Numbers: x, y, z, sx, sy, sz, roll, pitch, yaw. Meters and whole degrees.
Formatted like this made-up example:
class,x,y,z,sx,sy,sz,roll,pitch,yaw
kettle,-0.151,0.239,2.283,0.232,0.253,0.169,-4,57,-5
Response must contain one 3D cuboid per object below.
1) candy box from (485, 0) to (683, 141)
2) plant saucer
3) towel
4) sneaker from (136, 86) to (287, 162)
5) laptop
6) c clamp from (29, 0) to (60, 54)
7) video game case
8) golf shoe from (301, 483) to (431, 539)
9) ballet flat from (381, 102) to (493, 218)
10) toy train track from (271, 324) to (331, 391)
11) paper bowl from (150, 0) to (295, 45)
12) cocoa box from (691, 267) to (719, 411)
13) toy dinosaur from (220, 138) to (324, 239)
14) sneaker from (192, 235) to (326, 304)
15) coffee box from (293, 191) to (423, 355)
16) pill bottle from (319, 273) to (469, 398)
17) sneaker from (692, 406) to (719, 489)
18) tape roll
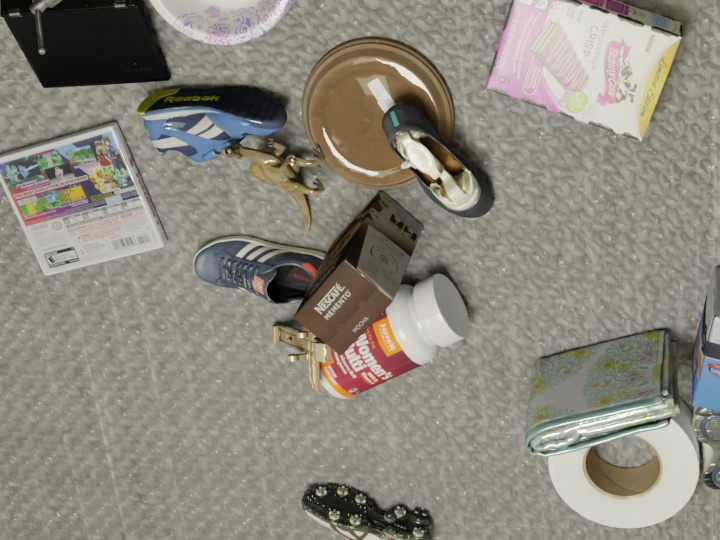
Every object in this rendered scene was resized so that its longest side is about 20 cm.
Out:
class,x,y,z,sx,sy,sz,roll,pitch,yaw
candy box,0.260,-0.251,1.595,0.198,0.061,0.138,18,119,4
plant saucer,0.019,-0.190,1.709,0.197,0.030,0.202,6,117,12
towel,0.307,0.154,1.731,0.198,0.172,0.049,-15,115,20
sneaker,-0.184,-0.185,1.742,0.197,0.074,0.083,4,124,18
laptop,-0.348,-0.345,1.733,0.185,0.116,0.203,-1,88,15
c clamp,-0.330,-0.379,1.632,0.199,0.172,0.027,-35,149,23
video game case,-0.384,-0.095,1.866,0.198,0.023,0.184,-12,113,21
golf shoe,0.004,0.377,1.983,0.198,0.077,0.089,18,127,5
ballet flat,0.096,-0.120,1.674,0.073,0.073,0.200,-30,122,26
toy train track,-0.088,0.095,1.800,0.032,0.200,0.116,-4,96,-21
paper bowl,-0.158,-0.378,1.612,0.198,0.105,0.203,6,119,12
cocoa box,0.515,0.100,1.670,0.197,0.134,0.133,11,120,8
toy dinosaur,-0.092,-0.121,1.747,0.100,0.059,0.200,-8,144,36
sneaker,-0.136,0.006,1.818,0.197,0.085,0.076,2,118,13
coffee box,0.000,0.000,1.713,0.080,0.200,0.113,39,119,-8
pill bottle,0.037,0.085,1.800,0.199,0.110,0.110,-26,108,25
sneaker,0.475,0.212,1.777,0.074,0.088,0.201,-7,133,15
tape roll,0.352,0.242,1.823,0.200,0.071,0.205,6,119,12
